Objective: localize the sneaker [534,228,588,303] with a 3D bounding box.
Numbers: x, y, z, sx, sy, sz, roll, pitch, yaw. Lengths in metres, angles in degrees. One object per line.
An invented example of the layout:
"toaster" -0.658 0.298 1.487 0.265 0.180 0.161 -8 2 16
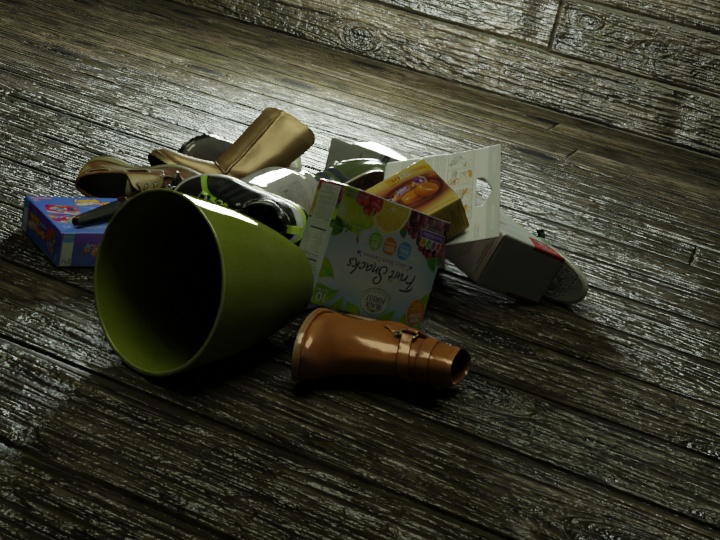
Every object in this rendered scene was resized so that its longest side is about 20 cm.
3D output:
"sneaker" 0.294 -0.011 1.697 0.118 0.074 0.200 0 24 -42

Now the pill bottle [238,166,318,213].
"pill bottle" -0.126 -0.084 1.551 0.114 0.115 0.200 17 19 12

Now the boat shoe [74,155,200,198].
"boat shoe" -0.313 -0.112 1.584 0.199 0.076 0.074 8 23 10

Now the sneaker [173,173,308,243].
"sneaker" -0.160 -0.079 1.405 0.199 0.072 0.083 11 9 18

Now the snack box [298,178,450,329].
"snack box" 0.013 -0.015 1.330 0.053 0.143 0.200 19 3 44

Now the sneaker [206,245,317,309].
"sneaker" -0.123 0.007 1.344 0.076 0.081 0.200 29 25 35

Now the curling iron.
"curling iron" -0.295 -0.090 1.421 0.026 0.050 0.200 52 38 10

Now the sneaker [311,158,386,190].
"sneaker" -0.044 -0.124 1.703 0.199 0.067 0.090 -14 25 10

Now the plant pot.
"plant pot" -0.147 0.013 1.186 0.187 0.188 0.200 26 14 33

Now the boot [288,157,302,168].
"boot" -0.171 -0.177 1.763 0.144 0.073 0.201 3 51 -21

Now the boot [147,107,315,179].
"boot" -0.195 -0.180 1.683 0.175 0.066 0.200 36 62 9

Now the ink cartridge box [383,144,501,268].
"ink cartridge box" 0.113 -0.086 1.538 0.173 0.044 0.201 -8 43 16

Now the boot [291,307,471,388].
"boot" 0.024 0.097 1.200 0.155 0.077 0.200 16 5 23

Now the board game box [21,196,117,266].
"board game box" -0.317 -0.051 1.431 0.199 0.045 0.134 -1 23 -36

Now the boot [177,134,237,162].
"boot" -0.198 -0.170 1.833 0.131 0.070 0.200 35 33 33

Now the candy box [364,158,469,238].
"candy box" 0.029 -0.057 1.471 0.199 0.057 0.117 -28 40 -6

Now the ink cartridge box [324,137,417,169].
"ink cartridge box" 0.038 -0.140 1.823 0.199 0.116 0.067 24 22 28

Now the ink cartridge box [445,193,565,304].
"ink cartridge box" 0.177 -0.047 1.624 0.145 0.083 0.200 18 18 -41
